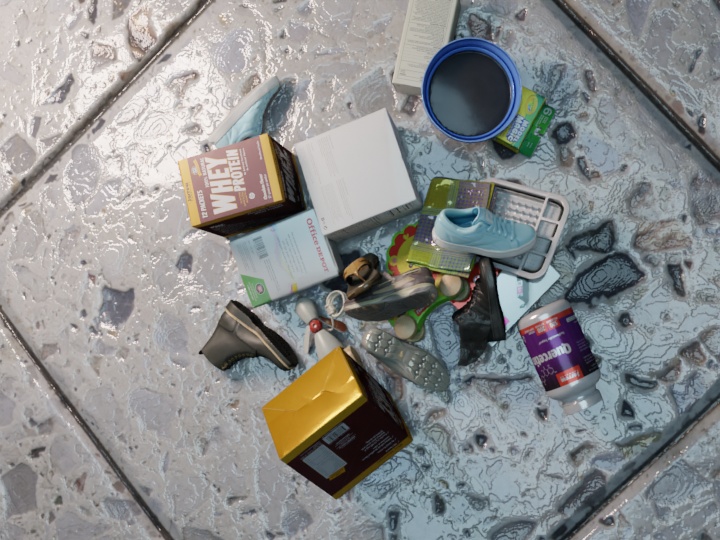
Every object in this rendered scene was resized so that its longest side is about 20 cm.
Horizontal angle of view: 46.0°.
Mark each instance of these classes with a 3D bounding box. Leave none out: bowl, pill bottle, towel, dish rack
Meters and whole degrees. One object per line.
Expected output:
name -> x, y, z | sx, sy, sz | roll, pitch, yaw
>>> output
bowl -> 0.216, -0.350, 1.663 | 0.196, 0.039, 0.206 | 0, 88, 1
pill bottle -> 0.385, 0.166, 1.618 | 0.111, 0.112, 0.203 | -25, 82, 8
towel -> 0.178, -0.092, 1.666 | 0.141, 0.023, 0.203 | 12, 70, 23
dish rack -> 0.300, -0.080, 1.659 | 0.197, 0.043, 0.175 | 19, 83, 29

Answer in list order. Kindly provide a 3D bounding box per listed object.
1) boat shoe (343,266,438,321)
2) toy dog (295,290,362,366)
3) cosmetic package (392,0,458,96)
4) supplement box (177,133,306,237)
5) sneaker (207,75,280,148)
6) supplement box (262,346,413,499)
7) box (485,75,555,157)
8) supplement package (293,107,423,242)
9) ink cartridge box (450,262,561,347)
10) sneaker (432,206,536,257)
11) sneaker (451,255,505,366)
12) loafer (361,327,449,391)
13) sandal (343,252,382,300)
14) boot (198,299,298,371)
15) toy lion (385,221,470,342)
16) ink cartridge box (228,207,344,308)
boat shoe -> 0.059, 0.045, 1.659 | 0.196, 0.075, 0.075 | -14, 55, 20
toy dog -> -0.061, 0.151, 1.733 | 0.129, 0.096, 0.204 | -14, 69, 13
cosmetic package -> 0.136, -0.463, 1.730 | 0.101, 0.073, 0.205 | 13, 89, 11
supplement box -> -0.234, -0.166, 1.717 | 0.193, 0.200, 0.136 | -15, 84, 10
sneaker -> -0.231, -0.323, 1.805 | 0.200, 0.074, 0.082 | -45, 110, 0
supplement box -> -0.043, 0.294, 1.626 | 0.196, 0.200, 0.134 | -38, 43, 6
box -> 0.282, -0.323, 1.706 | 0.198, 0.048, 0.119 | 30, 92, 10
supplement package -> 0.000, -0.186, 1.699 | 0.196, 0.147, 0.195 | -20, 83, 9
ink cartridge box -> 0.270, 0.019, 1.687 | 0.200, 0.044, 0.174 | -46, 81, 5
sneaker -> 0.235, -0.077, 1.574 | 0.195, 0.083, 0.075 | 1, 56, -3
sneaker -> 0.220, 0.078, 1.633 | 0.102, 0.060, 0.204 | -10, 101, 15
loafer -> 0.090, 0.178, 1.701 | 0.198, 0.070, 0.071 | 34, 80, -5
sandal -> 0.000, 0.000, 1.661 | 0.081, 0.201, 0.055 | -35, 105, 16
boot -> -0.234, 0.177, 1.766 | 0.199, 0.077, 0.139 | 40, 99, 24
toy lion -> 0.113, 0.012, 1.702 | 0.200, 0.068, 0.193 | -43, 64, 13
ink cartridge box -> -0.148, -0.030, 1.737 | 0.196, 0.088, 0.148 | -20, 94, 11
